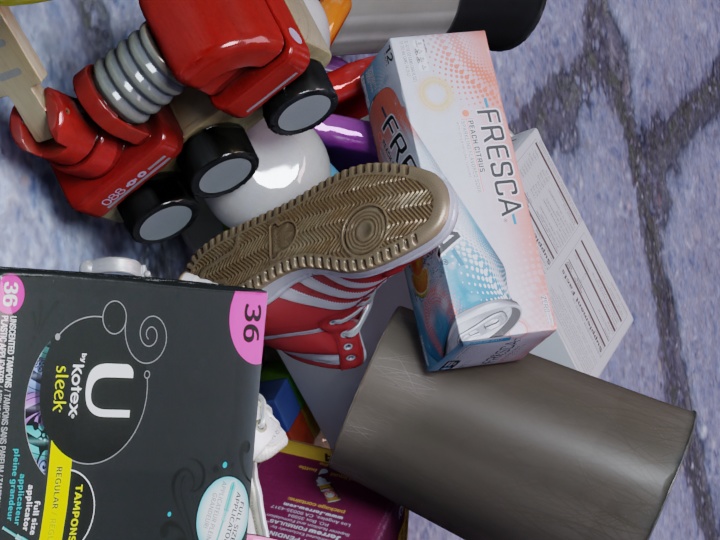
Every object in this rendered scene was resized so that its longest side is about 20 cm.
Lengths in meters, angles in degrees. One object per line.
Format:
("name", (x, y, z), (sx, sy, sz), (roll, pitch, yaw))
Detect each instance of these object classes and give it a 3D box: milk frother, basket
("milk frother", (-0.004, -0.217, 1.970), (0.187, 0.200, 0.181), (-6, 68, -36))
("basket", (0.092, 0.113, 1.740), (0.180, 0.199, 0.136), (107, 7, -70))

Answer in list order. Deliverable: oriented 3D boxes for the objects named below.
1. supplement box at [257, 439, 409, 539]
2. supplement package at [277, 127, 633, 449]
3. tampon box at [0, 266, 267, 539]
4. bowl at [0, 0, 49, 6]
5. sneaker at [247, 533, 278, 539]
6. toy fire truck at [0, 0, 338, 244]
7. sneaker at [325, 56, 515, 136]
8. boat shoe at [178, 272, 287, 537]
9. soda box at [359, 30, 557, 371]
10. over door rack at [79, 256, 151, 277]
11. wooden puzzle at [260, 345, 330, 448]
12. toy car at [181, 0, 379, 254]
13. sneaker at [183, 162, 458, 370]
("supplement box", (-0.043, 0.221, 1.767), (0.200, 0.103, 0.131), (-61, 159, -52))
("supplement package", (0.053, 0.023, 1.859), (0.156, 0.199, 0.111), (61, 31, -13))
("tampon box", (-0.163, 0.075, 1.453), (0.200, 0.126, 0.151), (4, 91, -49))
("bowl", (-0.200, -0.213, 1.513), (0.108, 0.199, 0.201), (111, -6, -54))
("sneaker", (-0.037, 0.188, 1.579), (0.200, 0.095, 0.079), (19, 57, -47))
("toy fire truck", (-0.140, -0.125, 1.610), (0.200, 0.176, 0.129), (19, 39, -57))
("sneaker", (0.023, -0.110, 1.937), (0.114, 0.200, 0.073), (-79, -170, -75))
("boat shoe", (-0.077, 0.099, 1.649), (0.071, 0.069, 0.201), (-48, 135, -76))
("soda box", (0.058, -0.044, 1.689), (0.064, 0.068, 0.201), (133, -53, -63))
("over door rack", (-0.140, 0.088, 1.682), (0.200, 0.066, 0.149), (55, 35, -71))
("wooden puzzle", (-0.029, 0.107, 1.934), (0.185, 0.046, 0.201), (-61, 139, -53))
("toy car", (-0.037, -0.090, 1.779), (0.175, 0.149, 0.201), (132, -41, -72))
("sneaker", (0.000, 0.000, 1.675), (0.112, 0.199, 0.072), (31, 51, -43))
